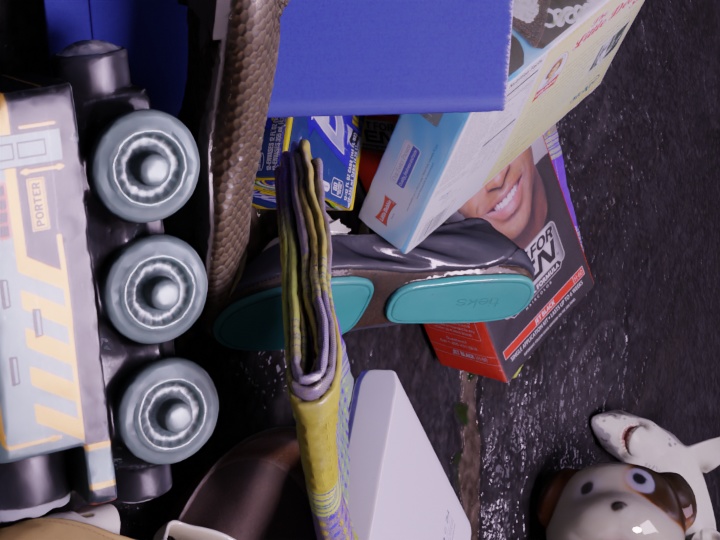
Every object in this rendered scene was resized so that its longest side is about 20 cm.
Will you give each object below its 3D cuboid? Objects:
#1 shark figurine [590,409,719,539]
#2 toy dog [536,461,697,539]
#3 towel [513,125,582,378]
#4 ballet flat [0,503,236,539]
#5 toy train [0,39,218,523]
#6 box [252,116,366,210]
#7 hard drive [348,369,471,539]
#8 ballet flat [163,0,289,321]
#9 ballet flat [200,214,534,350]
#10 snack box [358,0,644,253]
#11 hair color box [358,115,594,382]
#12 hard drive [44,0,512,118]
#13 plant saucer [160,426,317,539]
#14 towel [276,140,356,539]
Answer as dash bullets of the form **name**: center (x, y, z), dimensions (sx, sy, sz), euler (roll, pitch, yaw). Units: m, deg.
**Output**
- **shark figurine**: center (0.245, 0.206, 1.241), dimensions (0.128, 0.089, 0.215), euler (-11, 94, -22)
- **toy dog**: center (0.187, 0.235, 1.097), dimensions (0.194, 0.139, 0.200), euler (-13, 104, -69)
- **towel**: center (0.109, -0.043, 1.060), dimensions (0.144, 0.023, 0.200), euler (-41, 125, -49)
- **ballet flat**: center (-0.103, 0.139, 0.693), dimensions (0.200, 0.069, 0.063), euler (24, 43, -33)
- **toy train**: center (-0.126, 0.008, 0.640), dimensions (0.114, 0.085, 0.200), euler (-11, 108, -26)
- **box**: center (-0.032, -0.134, 0.799), dimensions (0.070, 0.064, 0.200), euler (22, 73, -56)
- **hard drive**: center (0.024, 0.163, 0.887), dimensions (0.200, 0.025, 0.132), euler (64, 31, -53)
- **ballet flat**: center (-0.053, -0.063, 0.648), dimensions (0.046, 0.067, 0.200), euler (-11, 129, -26)
- **ballet flat**: center (0.000, 0.000, 0.838), dimensions (0.200, 0.073, 0.073), euler (-5, 97, -27)
- **snack box**: center (0.085, -0.103, 0.825), dimensions (0.200, 0.037, 0.116), euler (-41, 164, -36)
- **hair color box**: center (0.067, -0.041, 0.939), dimensions (0.102, 0.061, 0.200), euler (-45, 127, -28)
- **hard drive**: center (-0.034, -0.128, 0.663), dimensions (0.025, 0.200, 0.132), euler (-99, -172, -54)
- **plant saucer**: center (-0.057, 0.181, 0.810), dimensions (0.200, 0.032, 0.201), euler (-3, 94, -57)
- **towel**: center (-0.015, 0.056, 0.712), dimensions (0.200, 0.023, 0.144), euler (82, 0, -48)
